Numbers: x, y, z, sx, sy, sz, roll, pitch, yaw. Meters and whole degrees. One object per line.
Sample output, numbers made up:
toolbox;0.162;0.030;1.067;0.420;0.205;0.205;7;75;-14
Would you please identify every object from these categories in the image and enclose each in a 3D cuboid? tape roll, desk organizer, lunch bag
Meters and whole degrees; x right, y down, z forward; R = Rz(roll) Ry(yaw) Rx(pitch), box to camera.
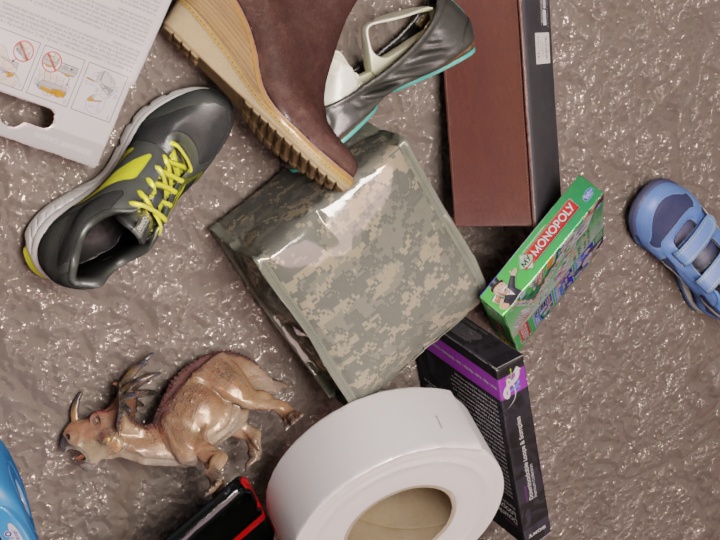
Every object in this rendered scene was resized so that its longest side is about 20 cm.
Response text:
tape roll;0.022;0.194;1.289;0.201;0.071;0.204;-16;137;-15
desk organizer;0.121;-0.139;1.283;0.072;0.076;0.202;-22;110;-62
lunch bag;0.000;0.000;1.246;0.164;0.117;0.201;-40;121;-12

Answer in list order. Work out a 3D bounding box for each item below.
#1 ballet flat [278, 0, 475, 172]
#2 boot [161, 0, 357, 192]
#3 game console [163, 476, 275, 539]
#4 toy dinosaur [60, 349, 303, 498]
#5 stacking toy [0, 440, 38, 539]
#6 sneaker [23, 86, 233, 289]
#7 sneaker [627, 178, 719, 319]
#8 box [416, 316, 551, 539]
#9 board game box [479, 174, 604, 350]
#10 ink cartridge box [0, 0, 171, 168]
ballet flat;0.003;-0.161;1.212;0.199;0.068;0.069;-37;114;-16
boot;-0.033;-0.180;1.140;0.200;0.072;0.166;46;79;-9
game console;-0.161;0.261;1.261;0.200;0.031;0.177;-41;157;-12
toy dinosaur;-0.137;0.111;1.239;0.200;0.136;0.086;-37;172;-38
stacking toy;-0.352;0.212;1.141;0.199;0.110;0.117;-21;124;-10
sneaker;-0.163;-0.055;1.139;0.200;0.085;0.075;-46;128;-7
sneaker;0.337;-0.017;1.472;0.074;0.082;0.200;-50;125;-2
box;0.108;0.137;1.358;0.036;0.143;0.201;-24;122;-23
board game box;0.166;-0.001;1.332;0.135;0.029;0.200;-50;166;-3
ink cartridge box;-0.223;-0.193;1.069;0.160;0.050;0.201;18;104;-36
